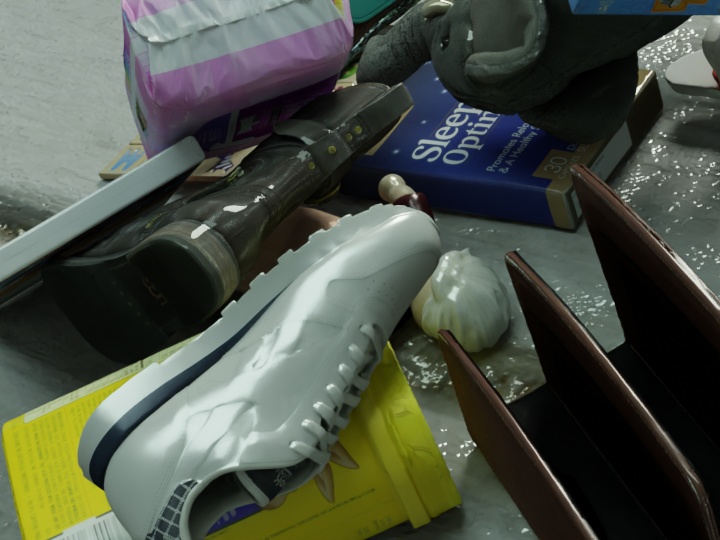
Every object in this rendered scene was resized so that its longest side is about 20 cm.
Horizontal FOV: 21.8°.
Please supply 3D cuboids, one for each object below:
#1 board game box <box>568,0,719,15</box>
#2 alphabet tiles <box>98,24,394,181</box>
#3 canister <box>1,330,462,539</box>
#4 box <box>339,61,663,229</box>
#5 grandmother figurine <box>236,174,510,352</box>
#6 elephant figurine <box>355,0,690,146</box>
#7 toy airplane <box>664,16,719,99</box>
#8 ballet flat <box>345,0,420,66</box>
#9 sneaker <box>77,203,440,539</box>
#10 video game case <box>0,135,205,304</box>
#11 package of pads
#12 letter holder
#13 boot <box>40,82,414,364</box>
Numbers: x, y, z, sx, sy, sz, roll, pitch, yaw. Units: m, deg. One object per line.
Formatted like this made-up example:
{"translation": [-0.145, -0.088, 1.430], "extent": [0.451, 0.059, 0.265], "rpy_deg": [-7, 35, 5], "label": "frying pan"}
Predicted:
{"translation": [0.187, -0.198, 0.962], "extent": [0.200, 0.037, 0.151], "rpy_deg": [-2, 57, -17], "label": "board game box"}
{"translation": [-0.060, -0.112, 1.237], "extent": [0.200, 0.008, 0.167], "rpy_deg": [4, 42, 44], "label": "alphabet tiles"}
{"translation": [-0.068, 0.094, 0.931], "extent": [0.200, 0.087, 0.149], "rpy_deg": [-24, 43, 0], "label": "canister"}
{"translation": [0.069, -0.085, 1.141], "extent": [0.200, 0.032, 0.121], "rpy_deg": [8, 46, 36], "label": "box"}
{"translation": [0.000, 0.000, 1.050], "extent": [0.200, 0.061, 0.121], "rpy_deg": [18, 79, 38], "label": "grandmother figurine"}
{"translation": [0.102, -0.136, 1.050], "extent": [0.200, 0.141, 0.155], "rpy_deg": [-53, 8, 16], "label": "elephant figurine"}
{"translation": [0.248, -0.187, 1.085], "extent": [0.200, 0.141, 0.199], "rpy_deg": [-18, 37, 5], "label": "toy airplane"}
{"translation": [-0.027, -0.162, 1.230], "extent": [0.200, 0.074, 0.074], "rpy_deg": [-33, 37, -11], "label": "ballet flat"}
{"translation": [-0.030, 0.052, 0.851], "extent": [0.200, 0.076, 0.080], "rpy_deg": [-42, 59, -9], "label": "sneaker"}
{"translation": [-0.167, -0.022, 1.100], "extent": [0.143, 0.017, 0.200], "rpy_deg": [-32, 2, -14], "label": "video game case"}
{"translation": [-0.073, -0.120, 1.067], "extent": [0.120, 0.076, 0.200], "rpy_deg": [-16, -6, -8], "label": "package of pads"}
{"translation": [0.112, 0.060, 0.836], "extent": [0.101, 0.142, 0.200], "rpy_deg": [-26, 36, -6], "label": "letter holder"}
{"translation": [-0.072, -0.032, 1.035], "extent": [0.200, 0.069, 0.174], "rpy_deg": [-14, 25, 52], "label": "boot"}
